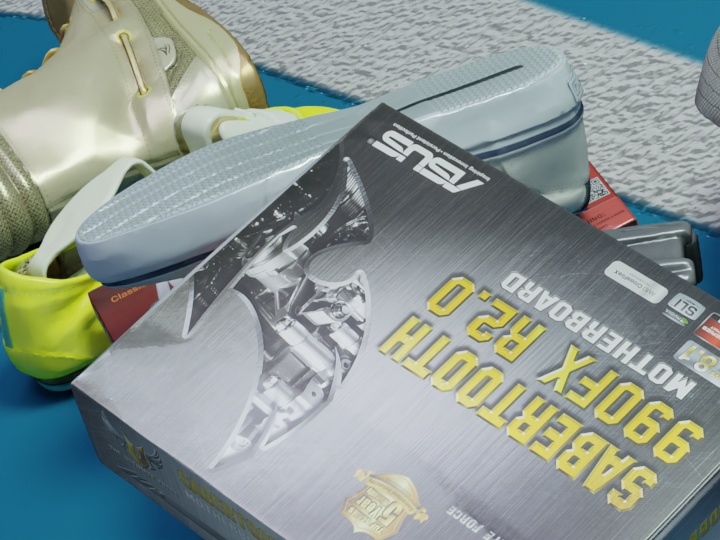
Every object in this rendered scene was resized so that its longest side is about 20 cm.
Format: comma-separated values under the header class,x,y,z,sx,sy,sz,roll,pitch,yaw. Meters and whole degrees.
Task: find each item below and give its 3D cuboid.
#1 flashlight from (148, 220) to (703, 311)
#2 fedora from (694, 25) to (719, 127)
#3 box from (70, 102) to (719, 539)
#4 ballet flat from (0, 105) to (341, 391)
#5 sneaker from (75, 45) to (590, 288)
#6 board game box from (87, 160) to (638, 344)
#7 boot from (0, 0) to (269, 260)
class,x,y,z,sx,sy,sz,roll,pitch,yaw
flashlight,0.025,0.027,1.027,0.199,0.068,0.068,-8,-8,10
fedora,0.216,-0.059,1.019,0.176,0.091,0.200,-29,23,-15
box,0.028,0.047,0.939,0.200,0.048,0.158,33,63,33
ballet flat,-0.072,-0.028,1.189,0.200,0.067,0.067,-37,31,-24
sneaker,-0.006,-0.020,1.069,0.199,0.071,0.073,-17,20,1
board game box,0.000,0.000,1.119,0.199,0.020,0.103,-27,43,-8
boot,-0.146,-0.077,1.314,0.155,0.073,0.200,-27,35,-17
